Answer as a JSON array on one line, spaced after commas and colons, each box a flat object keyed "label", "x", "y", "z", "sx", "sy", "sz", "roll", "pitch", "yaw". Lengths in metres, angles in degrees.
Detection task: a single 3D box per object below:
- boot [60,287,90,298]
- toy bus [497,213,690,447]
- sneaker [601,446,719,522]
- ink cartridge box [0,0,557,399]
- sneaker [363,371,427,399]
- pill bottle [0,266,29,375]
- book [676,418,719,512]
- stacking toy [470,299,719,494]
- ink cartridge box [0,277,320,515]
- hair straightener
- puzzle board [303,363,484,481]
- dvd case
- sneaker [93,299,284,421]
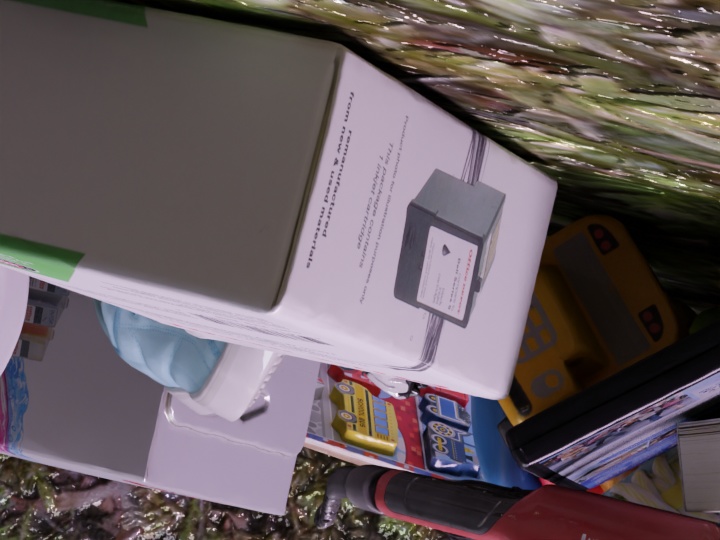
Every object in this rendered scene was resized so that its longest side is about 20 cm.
[{"label": "boot", "x": -0.175, "y": -0.018, "z": 1.303, "sx": 0.199, "sy": 0.068, "sz": 0.130, "roll": 14, "pitch": -164, "yaw": 30}, {"label": "toy bus", "x": 0.085, "y": 0.027, "z": 1.150, "sx": 0.078, "sy": 0.065, "sz": 0.200, "roll": -30, "pitch": 168, "yaw": 5}, {"label": "sneaker", "x": 0.132, "y": 0.103, "z": 1.230, "sx": 0.080, "sy": 0.200, "sz": 0.130, "roll": 45, "pitch": -153, "yaw": 23}, {"label": "ink cartridge box", "x": -0.039, "y": -0.023, "z": 0.953, "sx": 0.145, "sy": 0.085, "sz": 0.200, "roll": 12, "pitch": 175, "yaw": 24}, {"label": "sneaker", "x": 0.000, "y": 0.000, "z": 1.208, "sx": 0.090, "sy": 0.067, "sz": 0.200, "roll": 30, "pitch": 168, "yaw": 4}, {"label": "pill bottle", "x": -0.242, "y": -0.005, "z": 1.192, "sx": 0.199, "sy": 0.112, "sz": 0.111, "roll": 12, "pitch": 175, "yaw": 32}, {"label": "book", "x": 0.224, "y": 0.069, "z": 1.109, "sx": 0.199, "sy": 0.048, "sz": 0.134, "roll": -6, "pitch": 174, "yaw": 9}, {"label": "stacking toy", "x": 0.159, "y": 0.055, "z": 1.333, "sx": 0.199, "sy": 0.117, "sz": 0.110, "roll": -3, "pitch": 169, "yaw": 24}, {"label": "ink cartridge box", "x": -0.133, "y": 0.025, "z": 1.437, "sx": 0.199, "sy": 0.146, "sz": 0.145, "roll": 12, "pitch": 175, "yaw": 27}, {"label": "hair straightener", "x": 0.067, "y": 0.101, "z": 1.100, "sx": 0.199, "sy": 0.041, "sz": 0.077, "roll": 4, "pitch": 173, "yaw": 39}, {"label": "puzzle board", "x": -0.003, "y": 0.049, "z": 1.579, "sx": 0.150, "sy": 0.017, "sz": 0.200, "roll": 20, "pitch": -157, "yaw": -13}, {"label": "dvd case", "x": 0.130, "y": 0.041, "z": 1.089, "sx": 0.142, "sy": 0.018, "sz": 0.200, "roll": -27, "pitch": 170, "yaw": 6}, {"label": "sneaker", "x": -0.069, "y": 0.011, "z": 1.155, "sx": 0.082, "sy": 0.074, "sz": 0.200, "roll": 33, "pitch": 162, "yaw": -8}]
